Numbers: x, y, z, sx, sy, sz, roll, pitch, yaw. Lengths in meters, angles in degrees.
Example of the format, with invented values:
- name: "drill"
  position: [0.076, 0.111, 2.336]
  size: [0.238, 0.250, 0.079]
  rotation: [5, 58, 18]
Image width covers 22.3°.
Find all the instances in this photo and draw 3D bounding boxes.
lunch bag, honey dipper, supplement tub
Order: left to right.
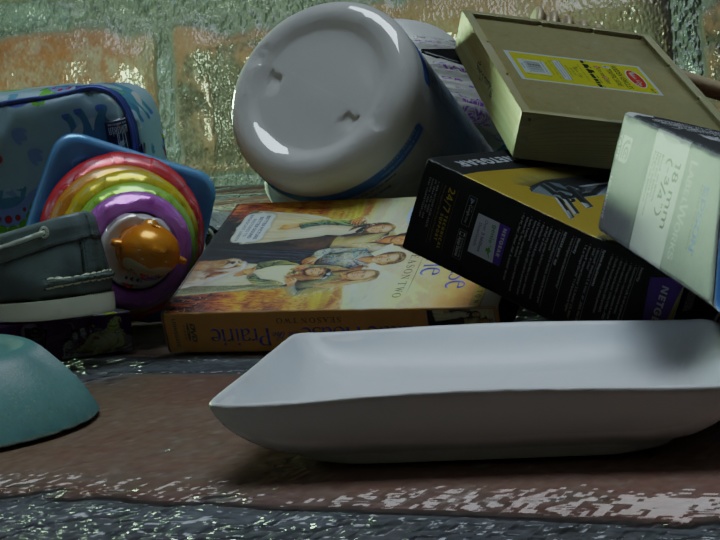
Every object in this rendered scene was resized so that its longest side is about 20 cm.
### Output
- name: "lunch bag"
  position: [-0.229, -0.044, 1.258]
  size: [0.198, 0.162, 0.082]
  rotation: [-4, 10, 11]
- name: "supplement tub"
  position: [0.010, -0.078, 1.217]
  size: [0.131, 0.133, 0.200]
  rotation: [-1, -23, 23]
- name: "honey dipper"
  position: [0.202, -0.126, 1.180]
  size: [0.198, 0.038, 0.038]
  rotation: [16, 3, -7]

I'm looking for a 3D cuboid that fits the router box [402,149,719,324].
- name: "router box"
  position: [0.142, -0.014, 0.968]
  size: [0.157, 0.053, 0.199]
  rotation: [27, 21, 30]

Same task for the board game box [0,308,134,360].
- name: "board game box"
  position: [-0.233, 0.036, 1.113]
  size: [0.119, 0.033, 0.199]
  rotation: [-12, 9, -31]

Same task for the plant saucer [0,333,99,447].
- name: "plant saucer"
  position: [-0.221, 0.055, 0.836]
  size: [0.198, 0.036, 0.200]
  rotation: [-4, 5, 0]

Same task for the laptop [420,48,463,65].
- name: "laptop"
  position: [0.151, -0.067, 1.194]
  size: [0.115, 0.202, 0.187]
  rotation: [-17, -1, 26]

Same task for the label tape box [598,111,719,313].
- name: "label tape box"
  position: [0.202, -0.011, 0.783]
  size: [0.143, 0.064, 0.200]
  rotation: [12, 10, -13]

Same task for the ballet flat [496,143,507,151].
- name: "ballet flat"
  position: [0.078, -0.014, 1.162]
  size: [0.070, 0.066, 0.200]
  rotation: [10, 38, 37]

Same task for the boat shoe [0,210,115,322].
- name: "boat shoe"
  position: [-0.223, -0.005, 1.062]
  size: [0.199, 0.062, 0.073]
  rotation: [1, 8, 36]

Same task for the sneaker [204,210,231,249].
- name: "sneaker"
  position: [-0.091, -0.020, 1.373]
  size: [0.114, 0.076, 0.200]
  rotation: [1, 5, 17]

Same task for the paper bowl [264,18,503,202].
- name: "paper bowl"
  position: [0.019, -0.117, 1.408]
  size: [0.199, 0.105, 0.201]
  rotation: [-8, -26, -4]

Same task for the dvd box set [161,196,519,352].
- name: "dvd box set"
  position: [0.000, 0.000, 1.064]
  size: [0.198, 0.030, 0.147]
  rotation: [-1, 28, 18]

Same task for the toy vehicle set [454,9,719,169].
- name: "toy vehicle set"
  position: [0.131, -0.104, 1.054]
  size: [0.123, 0.027, 0.200]
  rotation: [6, 23, -9]

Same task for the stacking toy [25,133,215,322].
- name: "stacking toy"
  position: [-0.137, -0.016, 1.105]
  size: [0.115, 0.111, 0.200]
  rotation: [17, 1, -16]

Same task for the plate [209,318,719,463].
- name: "plate"
  position: [0.053, 0.048, 0.749]
  size: [0.198, 0.033, 0.200]
  rotation: [-3, 4, 7]
